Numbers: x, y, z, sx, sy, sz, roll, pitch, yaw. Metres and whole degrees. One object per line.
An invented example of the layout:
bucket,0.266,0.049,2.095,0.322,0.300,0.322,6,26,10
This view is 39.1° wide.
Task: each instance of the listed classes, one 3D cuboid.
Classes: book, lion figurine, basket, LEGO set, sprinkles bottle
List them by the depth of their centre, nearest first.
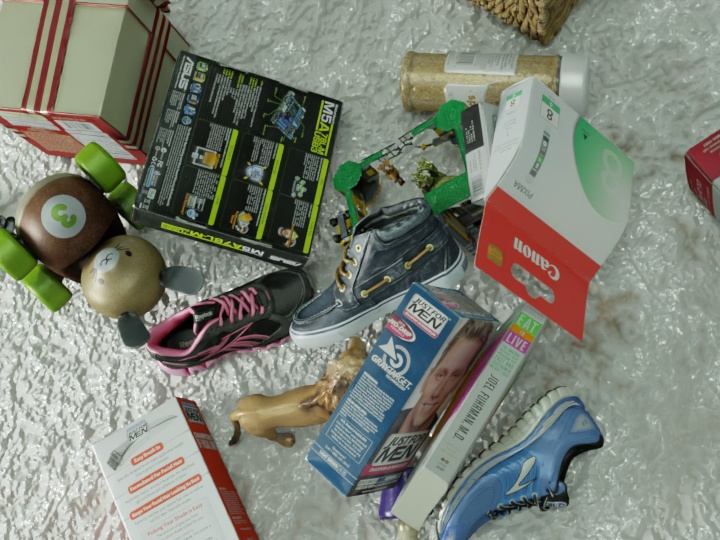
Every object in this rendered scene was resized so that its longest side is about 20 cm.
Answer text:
book,0.102,0.134,0.950,0.048,0.134,0.200,32,60,8
lion figurine,-0.064,0.138,1.035,0.199,0.122,0.073,-24,72,7
LEGO set,0.077,-0.072,1.077,0.200,0.116,0.154,-35,51,17
basket,0.192,-0.375,1.090,0.149,0.143,0.200,36,87,18
sprinkles bottle,0.145,-0.202,1.098,0.199,0.068,0.069,5,77,15

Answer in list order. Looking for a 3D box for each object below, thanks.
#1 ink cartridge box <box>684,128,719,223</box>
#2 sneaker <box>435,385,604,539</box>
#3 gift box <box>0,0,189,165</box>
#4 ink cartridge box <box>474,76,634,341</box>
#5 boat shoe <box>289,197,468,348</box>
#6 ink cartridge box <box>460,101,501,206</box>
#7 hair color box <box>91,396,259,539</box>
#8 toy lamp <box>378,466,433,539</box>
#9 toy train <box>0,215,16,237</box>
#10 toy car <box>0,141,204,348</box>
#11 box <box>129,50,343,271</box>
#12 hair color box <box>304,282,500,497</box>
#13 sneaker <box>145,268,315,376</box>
ink cartridge box,0.430,-0.066,0.968,0.145,0.083,0.201,-32,59,4
sneaker,0.156,0.207,0.989,0.200,0.079,0.089,-44,69,0
gift box,-0.308,-0.241,1.153,0.183,0.200,0.188,8,77,10
ink cartridge box,0.187,-0.059,0.957,0.050,0.161,0.201,-23,45,44
boat shoe,0.000,0.000,1.005,0.199,0.071,0.091,-26,117,16
ink cartridge box,0.183,-0.102,1.023,0.037,0.199,0.095,-22,67,47
hair color box,-0.190,0.248,1.070,0.111,0.064,0.201,-30,73,6
toy lamp,0.050,0.297,1.004,0.058,0.058,0.201,-7,74,12
toy train,-0.483,-0.055,1.233,0.199,0.034,0.046,13,92,15
toy car,-0.267,-0.006,1.089,0.200,0.158,0.164,38,78,28
box,-0.129,-0.120,1.096,0.192,0.048,0.201,16,66,-13
hair color box,0.041,0.113,0.954,0.060,0.100,0.201,37,103,27
sneaker,-0.143,0.052,1.091,0.199,0.095,0.079,-27,70,4
